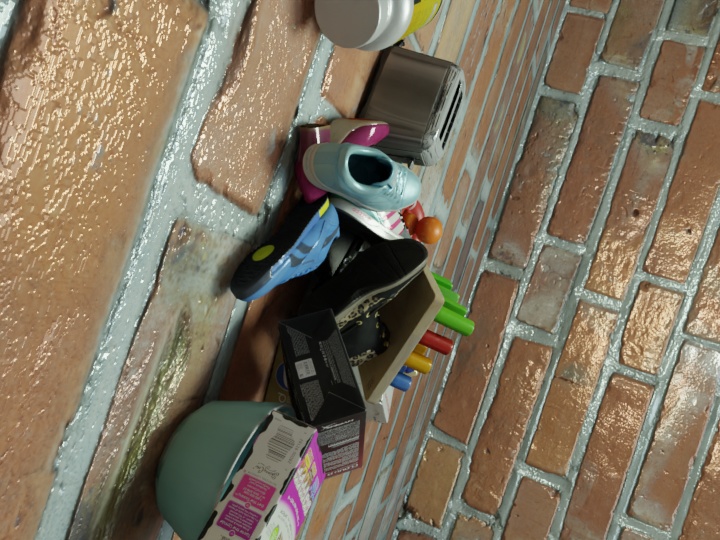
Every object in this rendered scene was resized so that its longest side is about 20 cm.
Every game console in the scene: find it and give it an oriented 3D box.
[{"bbox_3d":[-0.050,-0.064,0.980,0.201,0.116,0.176,-60,-171,-33],"label":"game console"}]

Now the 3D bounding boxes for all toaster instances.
[{"bbox_3d":[0.083,-0.258,1.013,0.114,0.128,0.202,48,61,-72],"label":"toaster"}]

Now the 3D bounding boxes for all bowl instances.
[{"bbox_3d":[-0.166,0.237,0.771,0.201,0.104,0.203,18,90,-72],"label":"bowl"}]

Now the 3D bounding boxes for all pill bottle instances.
[{"bbox_3d":[0.024,-0.330,0.783,0.200,0.110,0.112,-50,153,-51],"label":"pill bottle"}]

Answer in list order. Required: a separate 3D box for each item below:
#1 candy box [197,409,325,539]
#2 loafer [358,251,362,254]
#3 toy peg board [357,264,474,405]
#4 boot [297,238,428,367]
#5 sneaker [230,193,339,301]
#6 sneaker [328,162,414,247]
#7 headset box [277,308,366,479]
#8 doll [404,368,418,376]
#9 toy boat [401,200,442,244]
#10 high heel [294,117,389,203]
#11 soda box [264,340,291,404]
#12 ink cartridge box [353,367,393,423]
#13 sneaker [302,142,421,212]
[{"bbox_3d":[-0.111,0.274,0.703,0.137,0.060,0.201,87,26,-51],"label":"candy box"},{"bbox_3d":[0.000,0.000,1.076,0.200,0.072,0.072,-77,-167,-78],"label":"loafer"},{"bbox_3d":[0.084,0.093,1.037,0.200,0.097,0.200,-59,-161,19],"label":"toy peg board"},{"bbox_3d":[0.017,0.052,0.928,0.199,0.073,0.151,-36,144,-10],"label":"boot"},{"bbox_3d":[-0.082,-0.014,0.805,0.200,0.065,0.079,-53,131,-42],"label":"sneaker"},{"bbox_3d":[0.039,-0.096,0.947,0.199,0.083,0.122,33,72,-42],"label":"sneaker"},{"bbox_3d":[-0.050,0.171,0.847,0.201,0.074,0.150,92,-19,-52],"label":"headset box"},{"bbox_3d":[0.100,0.136,1.302,0.201,0.048,0.137,85,15,-48],"label":"doll"},{"bbox_3d":[0.092,-0.086,1.215,0.200,0.130,0.132,34,75,-72],"label":"toy boat"},{"bbox_3d":[-0.023,-0.156,0.887,0.199,0.067,0.097,-22,120,-50],"label":"high heel"},{"bbox_3d":[-0.102,0.183,0.994,0.068,0.063,0.202,-10,117,-71],"label":"soda box"},{"bbox_3d":[0.029,0.188,1.314,0.145,0.083,0.202,77,22,-60],"label":"ink cartridge box"},{"bbox_3d":[0.024,-0.113,0.821,0.199,0.081,0.075,4,95,-45],"label":"sneaker"}]
